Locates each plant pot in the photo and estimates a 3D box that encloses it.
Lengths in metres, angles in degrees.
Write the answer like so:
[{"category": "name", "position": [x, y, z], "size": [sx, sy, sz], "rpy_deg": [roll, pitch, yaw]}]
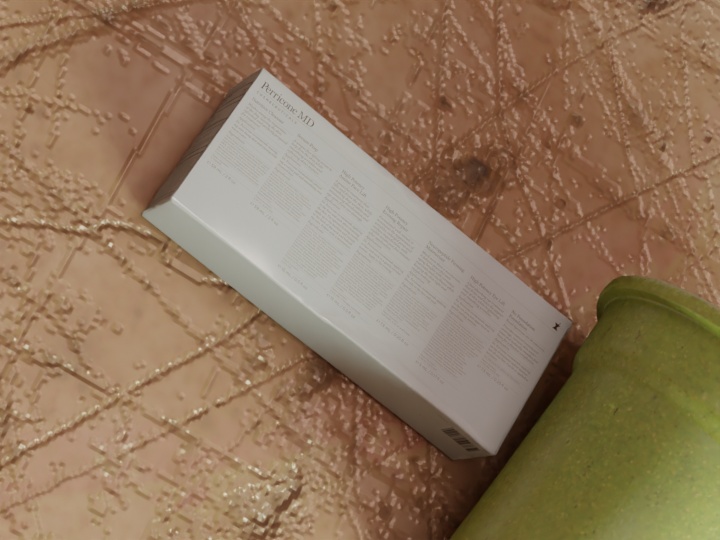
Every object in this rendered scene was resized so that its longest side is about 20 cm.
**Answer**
[{"category": "plant pot", "position": [0.127, 0.137, 0.906], "size": [0.184, 0.200, 0.200], "rpy_deg": [-44, 100, -12]}]

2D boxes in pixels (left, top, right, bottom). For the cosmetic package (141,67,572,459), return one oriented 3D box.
[{"category": "cosmetic package", "position": [0.000, 0.000, 0.933], "size": [0.200, 0.051, 0.083], "rpy_deg": [39, 70, -14]}]
